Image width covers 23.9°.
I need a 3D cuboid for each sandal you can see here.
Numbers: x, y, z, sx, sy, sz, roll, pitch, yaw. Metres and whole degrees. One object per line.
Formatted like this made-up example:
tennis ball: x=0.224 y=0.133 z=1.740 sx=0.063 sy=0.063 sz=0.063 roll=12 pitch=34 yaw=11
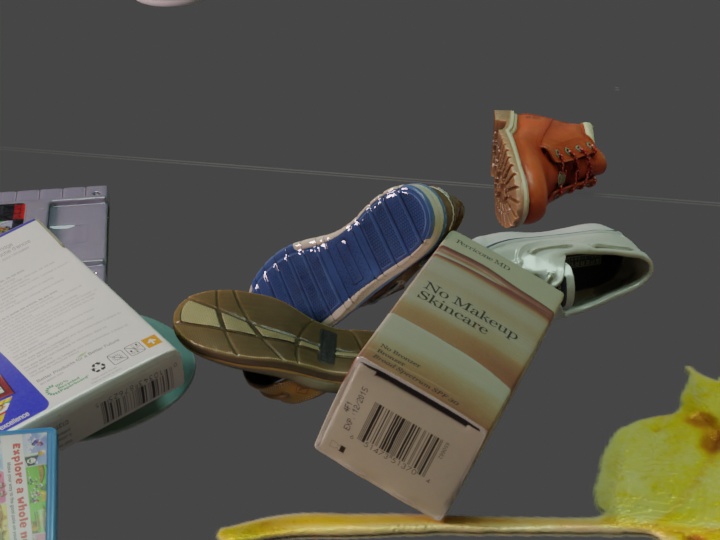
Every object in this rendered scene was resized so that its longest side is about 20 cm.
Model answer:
sandal: x=-0.044 y=0.069 z=1.253 sx=0.199 sy=0.054 sz=0.080 roll=15 pitch=33 yaw=-1

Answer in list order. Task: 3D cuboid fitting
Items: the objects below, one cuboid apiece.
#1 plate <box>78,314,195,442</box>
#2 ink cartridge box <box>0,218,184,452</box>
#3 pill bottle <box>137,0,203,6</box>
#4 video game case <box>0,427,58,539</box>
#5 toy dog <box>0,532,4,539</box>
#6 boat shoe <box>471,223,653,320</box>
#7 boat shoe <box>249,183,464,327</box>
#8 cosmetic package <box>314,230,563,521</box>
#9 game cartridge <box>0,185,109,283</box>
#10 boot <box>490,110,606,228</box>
plate: x=-0.224 y=0.068 z=1.283 sx=0.199 sy=0.026 sz=0.200 roll=0 pitch=27 yaw=0
ink cartridge box: x=-0.262 y=0.063 z=1.220 sx=0.197 sy=0.047 sz=0.200 roll=-29 pitch=43 yaw=-25
pill bottle: x=-0.235 y=-0.433 z=2.088 sx=0.112 sy=0.201 sz=0.112 roll=-1 pitch=27 yaw=1
video game case: x=-0.289 y=0.164 z=1.060 sx=0.199 sy=0.018 sz=0.143 roll=-4 pitch=44 yaw=-5
toy dog: x=-0.301 y=0.182 z=0.941 sx=0.194 sy=0.140 sz=0.200 roll=32 pitch=29 yaw=-22
boat shoe: x=0.142 y=0.006 z=1.338 sx=0.199 sy=0.074 sz=0.065 roll=-18 pitch=27 yaw=-28
boat shoe: x=0.000 y=0.000 z=1.300 sx=0.200 sy=0.072 sz=0.072 roll=-29 pitch=-15 yaw=34
cosmetic package: x=0.059 y=0.067 z=1.173 sx=0.103 sy=0.087 sz=0.200 roll=28 pitch=32 yaw=5
game cartridge: x=-0.280 y=-0.020 z=1.456 sx=0.129 sy=0.039 sz=0.200 roll=0 pitch=26 yaw=-8
boot: x=0.172 y=-0.095 z=1.544 sx=0.107 sy=0.075 sz=0.200 roll=6 pitch=26 yaw=3
